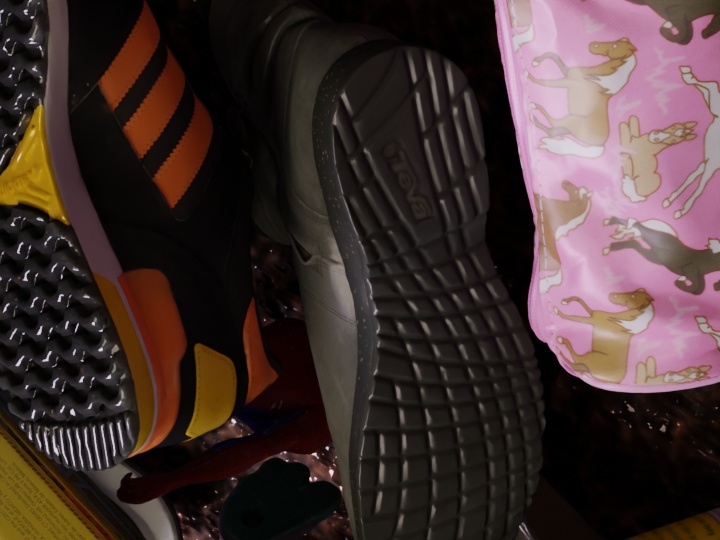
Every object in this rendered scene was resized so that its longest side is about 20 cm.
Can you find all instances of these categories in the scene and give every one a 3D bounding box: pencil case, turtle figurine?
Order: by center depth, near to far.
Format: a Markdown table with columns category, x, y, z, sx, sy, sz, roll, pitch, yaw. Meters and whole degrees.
| category | x | y | z | sx | sy | sz | roll | pitch | yaw |
| --- | --- | --- | --- | --- | --- | --- | --- | --- | --- |
| pencil case | 0.081 | -0.058 | 0.630 | 0.086 | 0.083 | 0.201 | 8 | 129 | 30 |
| turtle figurine | -0.029 | 0.170 | 0.869 | 0.149 | 0.101 | 0.200 | 32 | 144 | 13 |

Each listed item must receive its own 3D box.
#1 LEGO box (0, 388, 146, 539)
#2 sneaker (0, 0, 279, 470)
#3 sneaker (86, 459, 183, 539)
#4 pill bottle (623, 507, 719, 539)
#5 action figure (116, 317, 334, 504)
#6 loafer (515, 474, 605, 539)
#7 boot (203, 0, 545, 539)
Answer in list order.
| category | x | y | z | sx | sy | sz | roll | pitch | yaw |
| --- | --- | --- | --- | --- | --- | --- | --- | --- | --- |
| LEGO box | -0.119 | 0.101 | 0.720 | 0.200 | 0.077 | 0.149 | 47 | 174 | 1 |
| sneaker | -0.078 | -0.045 | 0.659 | 0.070 | 0.090 | 0.201 | -12 | 91 | 43 |
| sneaker | -0.184 | 0.100 | 0.915 | 0.200 | 0.115 | 0.076 | 25 | 136 | 31 |
| pill bottle | 0.082 | 0.149 | 0.706 | 0.199 | 0.109 | 0.110 | -18 | 121 | -4 |
| action figure | -0.083 | 0.040 | 0.769 | 0.099 | 0.066 | 0.200 | -38 | 138 | 28 |
| loafer | 0.057 | 0.104 | 0.790 | 0.076 | 0.067 | 0.201 | -154 | 42 | -76 |
| boot | 0.000 | 0.000 | 0.719 | 0.131 | 0.067 | 0.201 | -143 | 42 | -60 |
